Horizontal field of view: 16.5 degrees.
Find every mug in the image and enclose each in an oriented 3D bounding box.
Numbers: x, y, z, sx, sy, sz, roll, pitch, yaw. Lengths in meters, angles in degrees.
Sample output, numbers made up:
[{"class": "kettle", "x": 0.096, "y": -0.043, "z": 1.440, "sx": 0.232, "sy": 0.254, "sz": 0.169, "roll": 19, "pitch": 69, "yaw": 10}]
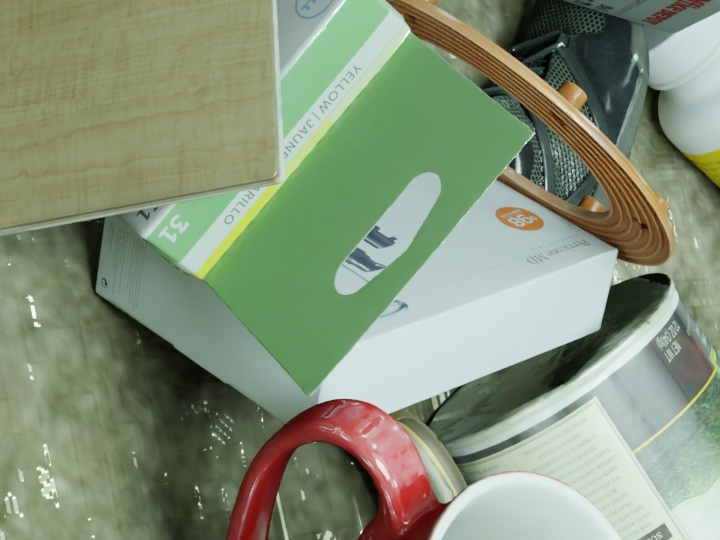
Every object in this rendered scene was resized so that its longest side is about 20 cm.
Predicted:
[{"class": "mug", "x": 0.010, "y": 0.154, "z": 1.073, "sx": 0.133, "sy": 0.199, "sz": 0.179, "roll": 2, "pitch": 71, "yaw": -39}]

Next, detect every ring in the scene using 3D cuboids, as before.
[{"class": "ring", "x": 0.068, "y": -0.072, "z": 1.150, "sx": 0.200, "sy": 0.200, "sz": 0.019, "roll": 42, "pitch": 80, "yaw": -21}]

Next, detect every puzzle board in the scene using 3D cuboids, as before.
[{"class": "puzzle board", "x": -0.127, "y": -0.091, "z": 1.069, "sx": 0.017, "sy": 0.198, "sz": 0.152, "roll": 41, "pitch": 43, "yaw": -63}]

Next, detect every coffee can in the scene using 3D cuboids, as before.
[{"class": "coffee can", "x": 0.146, "y": 0.125, "z": 1.235, "sx": 0.146, "sy": 0.146, "sz": 0.201, "roll": -42, "pitch": 102, "yaw": -42}]

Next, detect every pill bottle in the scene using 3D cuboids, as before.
[{"class": "pill bottle", "x": 0.241, "y": -0.090, "z": 1.423, "sx": 0.200, "sy": 0.111, "sz": 0.112, "roll": 39, "pitch": 52, "yaw": -22}]

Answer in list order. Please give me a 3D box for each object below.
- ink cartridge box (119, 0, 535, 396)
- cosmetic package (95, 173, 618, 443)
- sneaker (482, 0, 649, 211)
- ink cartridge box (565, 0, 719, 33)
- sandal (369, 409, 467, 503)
[{"class": "ink cartridge box", "x": -0.034, "y": -0.057, "z": 1.054, "sx": 0.146, "sy": 0.200, "sz": 0.048, "roll": -49, "pitch": 129, "yaw": 3}, {"class": "cosmetic package", "x": 0.000, "y": 0.000, "z": 1.163, "sx": 0.150, "sy": 0.052, "sz": 0.199, "roll": 34, "pitch": 35, "yaw": 33}, {"class": "sneaker", "x": 0.090, "y": -0.092, "z": 1.319, "sx": 0.114, "sy": 0.076, "sz": 0.201, "roll": 30, "pitch": 61, "yaw": -36}, {"class": "ink cartridge box", "x": 0.097, "y": -0.192, "z": 1.259, "sx": 0.198, "sy": 0.147, "sz": 0.084, "roll": 16, "pitch": 87, "yaw": -5}, {"class": "sandal", "x": 0.043, "y": 0.161, "z": 1.187, "sx": 0.054, "sy": 0.080, "sz": 0.201, "roll": -30, "pitch": 92, "yaw": -27}]
